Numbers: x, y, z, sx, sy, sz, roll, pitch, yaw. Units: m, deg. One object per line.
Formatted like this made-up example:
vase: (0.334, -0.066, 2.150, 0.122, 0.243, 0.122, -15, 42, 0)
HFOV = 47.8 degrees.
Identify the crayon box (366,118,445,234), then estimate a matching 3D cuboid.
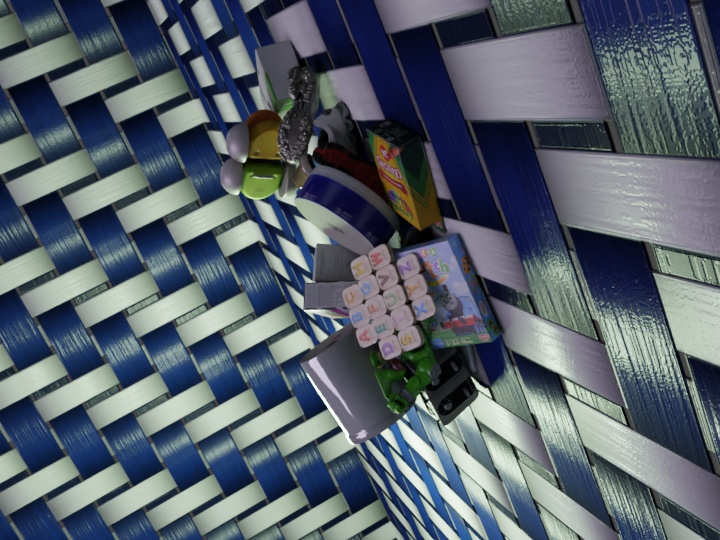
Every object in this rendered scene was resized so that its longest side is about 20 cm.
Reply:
crayon box: (0.082, -0.158, 1.453, 0.127, 0.051, 0.201, 42, 157, 55)

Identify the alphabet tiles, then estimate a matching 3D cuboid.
alphabet tiles: (0.048, 0.058, 1.503, 0.195, 0.015, 0.201, -28, 77, 38)

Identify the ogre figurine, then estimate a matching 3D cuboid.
ogre figurine: (0.083, 0.170, 1.551, 0.098, 0.120, 0.200, 59, -172, -26)

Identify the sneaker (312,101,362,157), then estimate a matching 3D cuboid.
sneaker: (-0.048, -0.246, 1.701, 0.074, 0.088, 0.201, 41, 157, 53)

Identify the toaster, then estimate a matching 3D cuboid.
toaster: (0.143, 0.199, 1.715, 0.200, 0.118, 0.181, 45, 166, 53)

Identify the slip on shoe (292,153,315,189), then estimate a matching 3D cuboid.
slip on shoe: (-0.112, -0.195, 1.711, 0.200, 0.060, 0.076, -13, -102, -87)

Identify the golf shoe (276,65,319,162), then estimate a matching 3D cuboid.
golf shoe: (-0.116, -0.321, 1.696, 0.097, 0.078, 0.201, 1, -78, -70)

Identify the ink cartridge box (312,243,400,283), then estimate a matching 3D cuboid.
ink cartridge box: (0.000, 0.000, 1.725, 0.145, 0.199, 0.084, 117, 156, -79)

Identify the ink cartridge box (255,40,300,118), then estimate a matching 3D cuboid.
ink cartridge box: (-0.174, -0.396, 1.843, 0.200, 0.084, 0.146, 97, 153, -68)

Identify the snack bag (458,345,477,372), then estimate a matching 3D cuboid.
snack bag: (0.169, 0.094, 1.685, 0.189, 0.021, 0.201, 45, 158, 51)

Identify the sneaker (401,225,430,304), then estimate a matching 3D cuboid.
sneaker: (0.133, 0.005, 1.559, 0.082, 0.073, 0.201, 15, 126, 42)

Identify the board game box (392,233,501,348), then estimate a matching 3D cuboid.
board game box: (0.154, 0.042, 1.479, 0.151, 0.037, 0.201, -14, 104, 49)

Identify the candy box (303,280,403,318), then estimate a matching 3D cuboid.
candy box: (0.003, 0.058, 1.639, 0.136, 0.199, 0.061, 22, -112, -63)

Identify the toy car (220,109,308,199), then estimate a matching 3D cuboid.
toy car: (-0.219, -0.259, 1.787, 0.150, 0.174, 0.201, -115, 33, -45)

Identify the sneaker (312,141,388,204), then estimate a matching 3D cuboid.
sneaker: (-0.005, -0.181, 1.626, 0.200, 0.079, 0.096, 37, 162, 18)

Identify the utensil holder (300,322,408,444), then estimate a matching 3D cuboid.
utensil holder: (-0.007, 0.227, 1.678, 0.200, 0.170, 0.170, 56, 167, -6)

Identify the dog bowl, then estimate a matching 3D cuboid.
dog bowl: (-0.027, -0.111, 1.573, 0.200, 0.079, 0.200, 33, 169, 7)
